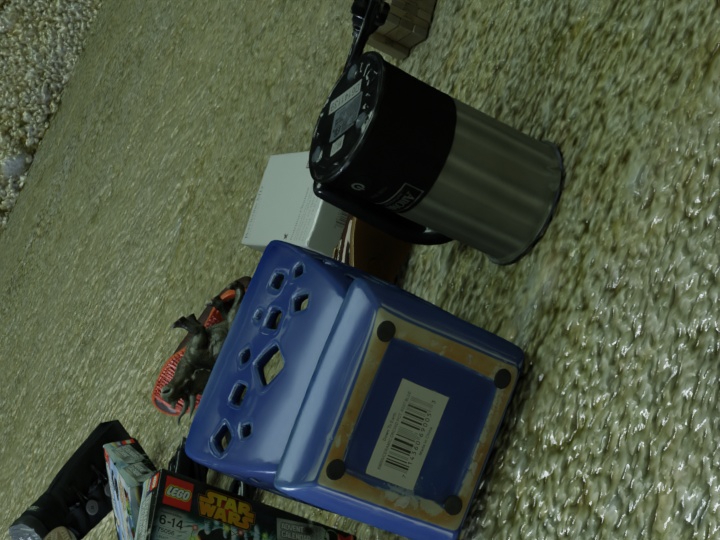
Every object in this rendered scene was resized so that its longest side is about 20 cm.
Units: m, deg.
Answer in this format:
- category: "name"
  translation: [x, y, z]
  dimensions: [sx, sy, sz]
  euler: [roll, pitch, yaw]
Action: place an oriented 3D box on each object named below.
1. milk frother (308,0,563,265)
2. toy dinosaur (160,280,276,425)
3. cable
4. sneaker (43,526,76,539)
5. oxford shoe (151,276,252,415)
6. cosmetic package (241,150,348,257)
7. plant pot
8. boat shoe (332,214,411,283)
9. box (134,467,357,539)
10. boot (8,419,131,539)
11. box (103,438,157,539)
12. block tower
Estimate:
- category: "milk frother"
  translation: [0.062, -0.131, 1.309]
  dimensions: [0.180, 0.187, 0.202]
  euler: [-3, 66, 64]
- category: "toy dinosaur"
  translation: [-0.149, 0.078, 1.713]
  dimensions: [0.199, 0.103, 0.077]
  euler: [-33, -2, -8]
- category: "cable"
  translation: [-0.154, 0.239, 1.637]
  dimensions: [0.163, 0.051, 0.202]
  euler: [-34, 43, 40]
- category: "sneaker"
  translation: [-0.301, 0.385, 1.704]
  dimensions: [0.071, 0.112, 0.201]
  euler: [-41, 43, 16]
- category: "oxford shoe"
  translation: [-0.179, 0.092, 1.806]
  dimensions: [0.200, 0.071, 0.073]
  euler: [-49, 15, 21]
- category: "cosmetic package"
  translation: [-0.047, -0.064, 1.625]
  dimensions: [0.200, 0.081, 0.114]
  euler: [1, 72, 65]
- category: "plant pot"
  translation: [0.004, 0.106, 1.221]
  dimensions: [0.179, 0.199, 0.202]
  euler: [16, 82, 61]
- category: "boat shoe"
  translation: [0.000, 0.000, 1.474]
  dimensions: [0.070, 0.070, 0.202]
  euler: [-17, 54, 56]
- category: "box"
  translation: [-0.100, 0.265, 1.287]
  dimensions: [0.040, 0.199, 0.138]
  euler: [-40, 36, 46]
- category: "boot"
  translation: [-0.327, 0.305, 1.853]
  dimensions: [0.065, 0.166, 0.200]
  euler: [-2, 32, 29]
- category: "box"
  translation: [-0.228, 0.295, 1.607]
  dimensions: [0.137, 0.040, 0.202]
  euler: [-149, 50, -65]
- category: "block tower"
  translation: [0.058, -0.338, 1.678]
  dimensions: [0.058, 0.054, 0.202]
  euler: [-19, 53, 61]
